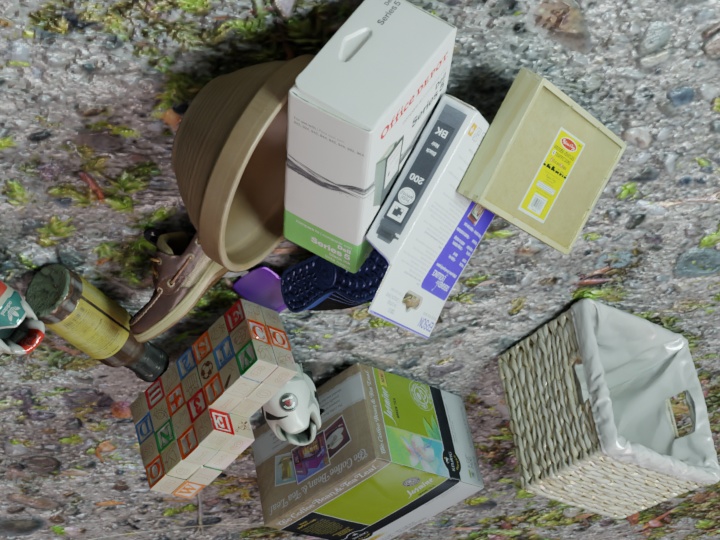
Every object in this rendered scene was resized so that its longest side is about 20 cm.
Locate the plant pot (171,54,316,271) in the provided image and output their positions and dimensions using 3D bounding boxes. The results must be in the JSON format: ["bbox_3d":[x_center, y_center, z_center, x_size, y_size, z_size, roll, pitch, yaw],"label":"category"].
[{"bbox_3d":[-0.101,-0.108,1.314,0.092,0.201,0.201,28,148,14],"label":"plant pot"}]

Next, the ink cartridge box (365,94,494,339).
[{"bbox_3d":[0.069,-0.043,1.381,0.201,0.043,0.198,-62,159,0],"label":"ink cartridge box"}]

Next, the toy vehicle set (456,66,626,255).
[{"bbox_3d":[0.173,-0.097,1.396,0.200,0.026,0.125,24,95,-56],"label":"toy vehicle set"}]

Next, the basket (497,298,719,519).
[{"bbox_3d":[0.288,0.169,1.761,0.199,0.199,0.161,21,138,-38],"label":"basket"}]

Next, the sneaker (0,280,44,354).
[{"bbox_3d":[-0.365,0.064,1.509,0.093,0.071,0.200,32,156,7],"label":"sneaker"}]

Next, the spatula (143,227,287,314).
[{"bbox_3d":[-0.147,-0.002,1.562,0.056,0.021,0.199,-31,140,31],"label":"spatula"}]

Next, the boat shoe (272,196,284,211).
[{"bbox_3d":[-0.016,-0.064,1.457,0.199,0.072,0.068,0,143,-18],"label":"boat shoe"}]

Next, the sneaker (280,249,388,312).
[{"bbox_3d":[0.000,0.000,1.528,0.078,0.071,0.199,-11,178,-37],"label":"sneaker"}]

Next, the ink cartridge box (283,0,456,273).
[{"bbox_3d":[0.005,-0.119,1.304,0.084,0.146,0.201,28,148,14],"label":"ink cartridge box"}]

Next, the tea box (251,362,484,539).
[{"bbox_3d":[0.006,0.232,1.835,0.200,0.134,0.196,-34,143,32],"label":"tea box"}]

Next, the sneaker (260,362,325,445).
[{"bbox_3d":[-0.081,0.158,1.705,0.074,0.089,0.200,-20,174,1],"label":"sneaker"}]

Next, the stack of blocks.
[{"bbox_3d":[-0.157,0.140,1.611,0.058,0.116,0.200,22,125,-41],"label":"stack of blocks"}]

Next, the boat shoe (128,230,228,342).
[{"bbox_3d":[-0.174,-0.010,1.494,0.072,0.072,0.200,43,117,-9],"label":"boat shoe"}]

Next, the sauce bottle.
[{"bbox_3d":[-0.273,0.063,1.588,0.064,0.065,0.200,-21,143,18],"label":"sauce bottle"}]
